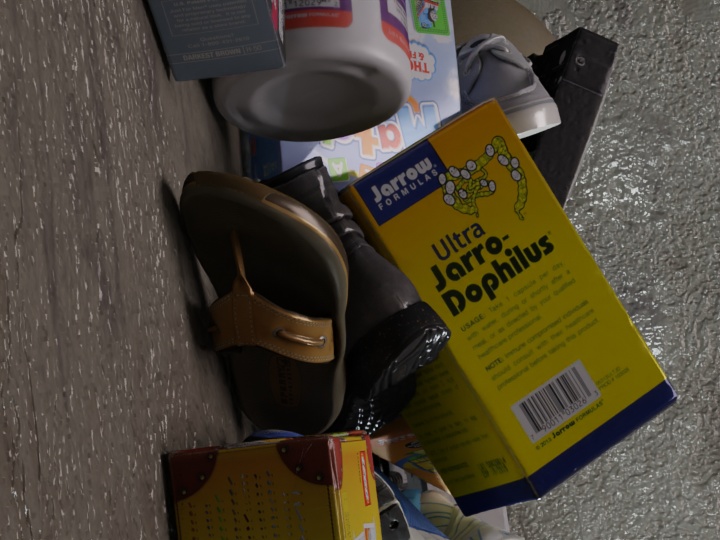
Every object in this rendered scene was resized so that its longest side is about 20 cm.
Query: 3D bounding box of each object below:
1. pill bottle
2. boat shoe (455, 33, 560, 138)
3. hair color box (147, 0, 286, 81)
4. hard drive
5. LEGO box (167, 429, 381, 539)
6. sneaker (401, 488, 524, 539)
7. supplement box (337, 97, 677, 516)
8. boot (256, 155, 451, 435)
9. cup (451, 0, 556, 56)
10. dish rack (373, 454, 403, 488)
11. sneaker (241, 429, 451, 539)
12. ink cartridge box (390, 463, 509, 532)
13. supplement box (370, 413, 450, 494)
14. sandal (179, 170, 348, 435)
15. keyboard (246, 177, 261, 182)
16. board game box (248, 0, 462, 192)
[{"bbox_3d":[-0.033,-0.184,1.276,0.111,0.111,0.201,69,16,-66],"label":"pill bottle"},{"bbox_3d":[0.087,-0.122,1.490,0.200,0.072,0.069,-77,150,-79],"label":"boat shoe"},{"bbox_3d":[-0.081,-0.195,1.078,0.200,0.060,0.099,74,11,-52],"label":"hair color box"},{"bbox_3d":[0.113,-0.060,1.569,0.140,0.038,0.201,158,-46,-76],"label":"hard drive"},{"bbox_3d":[-0.029,0.178,1.059,0.149,0.077,0.201,31,52,-82],"label":"LEGO box"},{"bbox_3d":[0.068,0.181,1.388,0.200,0.086,0.075,-95,173,-76],"label":"sneaker"},{"bbox_3d":[0.067,0.023,1.283,0.200,0.109,0.109,58,-22,-1],"label":"supplement box"},{"bbox_3d":[-0.025,0.024,1.260,0.132,0.070,0.200,54,-34,13],"label":"boot"},{"bbox_3d":[0.049,-0.102,1.701,0.143,0.200,0.201,-44,130,-53],"label":"cup"},{"bbox_3d":[0.006,0.169,1.498,0.200,0.054,0.154,35,49,-81],"label":"dish rack"},{"bbox_3d":[-0.013,0.138,1.222,0.089,0.079,0.200,37,-4,44],"label":"sneaker"},{"bbox_3d":[0.049,0.142,1.650,0.146,0.084,0.201,-130,-151,-71],"label":"ink cartridge box"},{"bbox_3d":[0.056,0.094,1.427,0.200,0.066,0.069,36,42,-58],"label":"supplement box"},{"bbox_3d":[-0.047,0.029,1.134,0.200,0.080,0.054,83,21,-48],"label":"sandal"},{"bbox_3d":[0.000,0.000,1.361,0.200,0.011,0.057,24,59,-43],"label":"keyboard"},{"bbox_3d":[-0.006,-0.136,1.400,0.151,0.037,0.201,6,73,-39],"label":"board game box"}]
